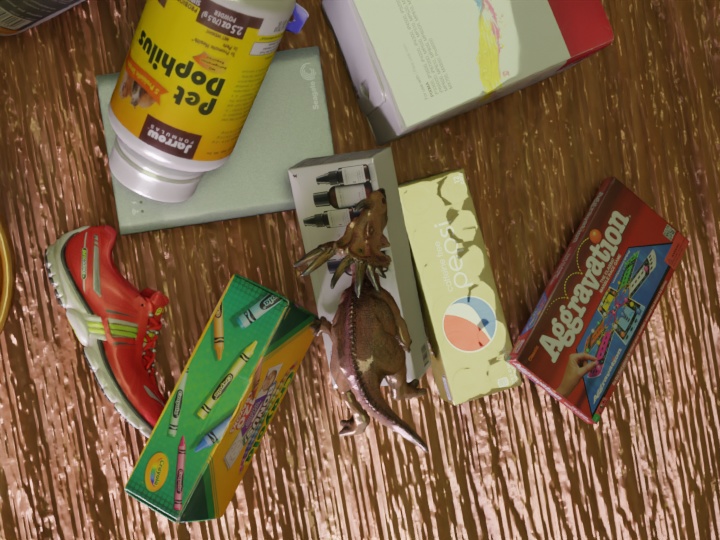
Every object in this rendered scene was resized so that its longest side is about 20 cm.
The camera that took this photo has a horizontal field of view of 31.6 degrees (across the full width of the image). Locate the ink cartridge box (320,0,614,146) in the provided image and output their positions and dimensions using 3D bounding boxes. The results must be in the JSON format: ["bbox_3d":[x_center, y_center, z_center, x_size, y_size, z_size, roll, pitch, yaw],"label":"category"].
[{"bbox_3d":[0.085,-0.213,1.100,0.199,0.145,0.146,-24,93,-8],"label":"ink cartridge box"}]

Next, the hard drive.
[{"bbox_3d":[-0.124,-0.115,1.128,0.198,0.033,0.141,-9,91,-8],"label":"hard drive"}]

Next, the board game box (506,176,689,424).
[{"bbox_3d":[0.218,0.026,1.152,0.103,0.019,0.201,36,72,-17],"label":"board game box"}]

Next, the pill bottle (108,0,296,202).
[{"bbox_3d":[-0.135,-0.157,1.024,0.109,0.109,0.201,23,119,-7],"label":"pill bottle"}]

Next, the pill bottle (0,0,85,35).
[{"bbox_3d":[-0.243,-0.272,1.021,0.199,0.116,0.117,-15,93,35],"label":"pill bottle"}]

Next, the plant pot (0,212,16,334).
[{"bbox_3d":[-0.371,-0.003,1.014,0.198,0.183,0.202,-1,95,-10],"label":"plant pot"}]

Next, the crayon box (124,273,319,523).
[{"bbox_3d":[-0.113,0.111,1.082,0.058,0.119,0.201,26,87,14],"label":"crayon box"}]

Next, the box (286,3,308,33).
[{"bbox_3d":[-0.117,-0.285,1.084,0.200,0.119,0.042,38,82,-7],"label":"box"}]

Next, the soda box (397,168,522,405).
[{"bbox_3d":[0.082,0.014,1.142,0.067,0.064,0.202,-16,93,-7],"label":"soda box"}]

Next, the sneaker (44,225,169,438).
[{"bbox_3d":[-0.199,0.053,1.096,0.084,0.077,0.201,-26,94,-7],"label":"sneaker"}]

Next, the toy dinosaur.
[{"bbox_3d":[0.001,0.047,1.008,0.085,0.136,0.201,-12,55,-1],"label":"toy dinosaur"}]

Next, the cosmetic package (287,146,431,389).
[{"bbox_3d":[0.000,0.000,1.103,0.082,0.051,0.202,-6,105,24],"label":"cosmetic package"}]
